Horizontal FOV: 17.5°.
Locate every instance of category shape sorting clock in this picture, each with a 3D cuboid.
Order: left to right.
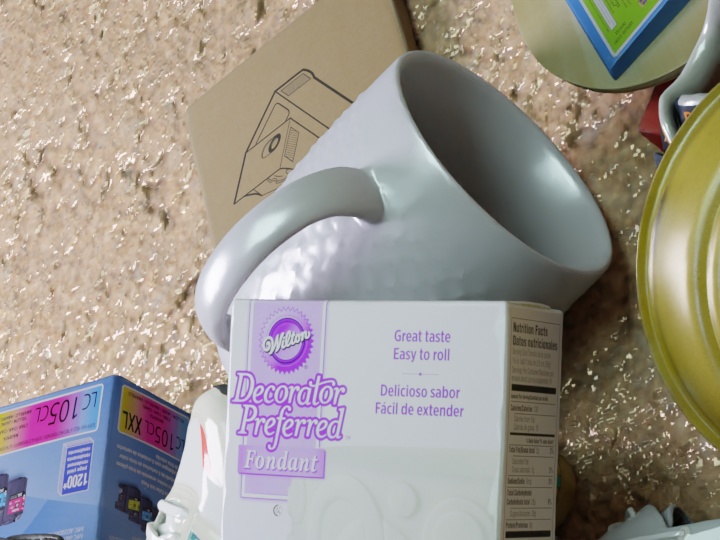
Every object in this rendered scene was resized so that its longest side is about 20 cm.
[{"bbox_3d":[0.150,-0.182,1.156,0.200,0.039,0.201,-26,55,45],"label":"shape sorting clock"}]

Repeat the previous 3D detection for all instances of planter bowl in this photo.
[{"bbox_3d":[0.217,0.002,0.939,0.201,0.200,0.083,-58,10,1],"label":"planter bowl"}]

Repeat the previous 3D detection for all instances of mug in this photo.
[{"bbox_3d":[0.000,0.000,1.156,0.175,0.200,0.148,-45,62,24],"label":"mug"}]

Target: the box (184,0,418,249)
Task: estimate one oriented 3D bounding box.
[{"bbox_3d":[-0.025,-0.060,1.340,0.163,0.021,0.201,-35,49,25],"label":"box"}]

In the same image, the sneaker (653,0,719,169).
[{"bbox_3d":[0.166,-0.032,1.012,0.078,0.079,0.201,-4,76,38],"label":"sneaker"}]

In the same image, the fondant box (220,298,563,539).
[{"bbox_3d":[0.011,0.114,1.022,0.144,0.058,0.201,0,84,32],"label":"fondant box"}]

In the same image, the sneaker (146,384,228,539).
[{"bbox_3d":[-0.088,0.155,1.107,0.070,0.093,0.201,-169,80,-71],"label":"sneaker"}]

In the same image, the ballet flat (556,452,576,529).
[{"bbox_3d":[0.015,0.117,1.176,0.199,0.063,0.069,-21,55,35],"label":"ballet flat"}]

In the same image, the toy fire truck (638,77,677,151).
[{"bbox_3d":[0.166,-0.157,1.193,0.141,0.049,0.201,18,80,46],"label":"toy fire truck"}]

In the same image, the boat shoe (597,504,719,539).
[{"bbox_3d":[0.138,0.138,1.043,0.199,0.072,0.069,-16,55,38],"label":"boat shoe"}]

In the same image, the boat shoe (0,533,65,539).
[{"bbox_3d":[-0.172,0.172,1.212,0.200,0.066,0.072,-5,64,36],"label":"boat shoe"}]

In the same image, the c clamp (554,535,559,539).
[{"bbox_3d":[0.059,0.130,1.040,0.200,0.027,0.171,39,106,30],"label":"c clamp"}]

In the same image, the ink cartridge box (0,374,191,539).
[{"bbox_3d":[-0.170,0.174,1.312,0.136,0.076,0.201,-17,59,36],"label":"ink cartridge box"}]
